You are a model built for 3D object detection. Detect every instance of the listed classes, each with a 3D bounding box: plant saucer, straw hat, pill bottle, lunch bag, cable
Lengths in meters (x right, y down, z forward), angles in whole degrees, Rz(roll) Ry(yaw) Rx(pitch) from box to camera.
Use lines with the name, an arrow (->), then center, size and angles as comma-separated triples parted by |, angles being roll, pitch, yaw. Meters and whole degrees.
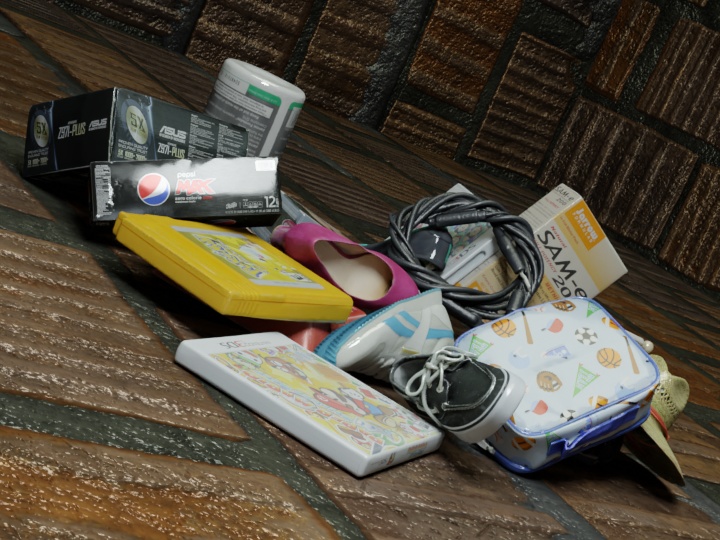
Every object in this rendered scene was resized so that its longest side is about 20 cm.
plant saucer -> -0.091, 0.029, 1.467 | 0.198, 0.037, 0.199 | 30, 12, 18
straw hat -> 0.311, 0.139, 1.509 | 0.201, 0.085, 0.201 | 47, -5, 5
pill bottle -> -0.156, -0.151, 1.728 | 0.112, 0.202, 0.113 | 24, 10, -5
lunch bag -> 0.189, 0.114, 1.371 | 0.198, 0.076, 0.161 | -19, 51, -26
cable -> 0.124, -0.025, 1.662 | 0.199, 0.164, 0.051 | 32, -26, 7

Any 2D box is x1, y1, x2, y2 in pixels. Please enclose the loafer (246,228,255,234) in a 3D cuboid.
loafer -> -0.070, -0.027, 1.683 | 0.198, 0.072, 0.073 | 20, 12, -26

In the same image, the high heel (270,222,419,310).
high heel -> 0.000, 0.000, 1.504 | 0.199, 0.068, 0.096 | 32, -8, -28

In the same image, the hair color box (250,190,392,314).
hair color box -> -0.024, -0.006, 1.607 | 0.199, 0.061, 0.099 | 34, 5, -29

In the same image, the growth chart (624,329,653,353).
growth chart -> 0.214, 0.094, 1.551 | 0.144, 0.199, 0.018 | 31, 49, -35

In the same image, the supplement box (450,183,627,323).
supplement box -> 0.220, 0.004, 1.757 | 0.127, 0.199, 0.074 | 53, 0, -21

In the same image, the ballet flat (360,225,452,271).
ballet flat -> 0.026, -0.007, 1.747 | 0.198, 0.074, 0.073 | -12, -9, 30

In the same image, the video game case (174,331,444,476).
video game case -> -0.040, 0.112, 1.222 | 0.199, 0.023, 0.182 | 30, 12, 21

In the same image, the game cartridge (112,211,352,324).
game cartridge -> -0.125, -0.003, 1.365 | 0.175, 0.033, 0.199 | 32, 12, 32

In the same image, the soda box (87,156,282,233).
soda box -> -0.184, -0.079, 1.448 | 0.197, 0.064, 0.071 | -2, -9, -14

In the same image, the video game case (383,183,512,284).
video game case -> 0.094, -0.027, 1.802 | 0.024, 0.181, 0.200 | 53, -1, -24

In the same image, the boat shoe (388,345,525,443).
boat shoe -> 0.082, 0.104, 1.267 | 0.068, 0.074, 0.199 | 39, -9, -15

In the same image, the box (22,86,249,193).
box -> -0.253, -0.133, 1.568 | 0.162, 0.088, 0.199 | -3, -11, 43

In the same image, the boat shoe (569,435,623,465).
boat shoe -> 0.187, 0.137, 1.467 | 0.198, 0.075, 0.093 | 29, 4, 14

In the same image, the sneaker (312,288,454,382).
sneaker -> 0.032, 0.077, 1.395 | 0.076, 0.082, 0.199 | -22, -3, 40
